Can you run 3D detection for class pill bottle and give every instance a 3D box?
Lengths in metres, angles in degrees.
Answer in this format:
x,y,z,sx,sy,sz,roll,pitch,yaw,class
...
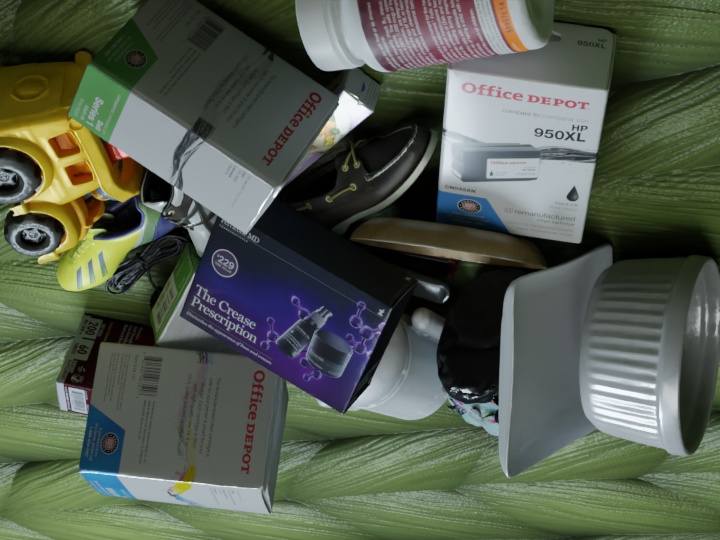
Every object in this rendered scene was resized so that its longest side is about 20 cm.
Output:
x,y,z,sx,sy,sz,roll,pitch,yaw,class
0.054,-0.231,1.233,0.200,0.114,0.114,-6,136,22,pill bottle

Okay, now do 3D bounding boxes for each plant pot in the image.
x,y,z,sx,sy,sz,roll,pitch,yaw,class
0.089,-0.028,1.448,0.200,0.028,0.200,8,179,0,plant pot

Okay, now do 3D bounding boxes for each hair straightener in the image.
x,y,z,sx,sy,sz,roll,pitch,yaw,class
0.000,0.000,1.543,0.200,0.077,0.041,16,141,-1,hair straightener

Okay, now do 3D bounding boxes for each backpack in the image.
x,y,z,sx,sy,sz,roll,pitch,yaw,class
0.158,0.100,1.558,0.126,0.167,0.200,14,160,30,backpack

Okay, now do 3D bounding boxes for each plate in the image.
x,y,z,sx,sy,sz,roll,pitch,yaw,class
0.190,0.084,1.451,0.032,0.200,0.200,10,108,36,plate

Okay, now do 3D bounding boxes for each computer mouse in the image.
x,y,z,sx,sy,sz,roll,pitch,yaw,class
-0.177,0.023,1.657,0.200,0.046,0.140,37,125,-23,computer mouse

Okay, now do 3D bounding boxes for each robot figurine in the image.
x,y,z,sx,sy,sz,roll,pitch,yaw,class
0.029,0.099,1.592,0.170,0.113,0.200,-43,145,21,robot figurine

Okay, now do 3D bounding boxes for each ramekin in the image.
x,y,z,sx,sy,sz,roll,pitch,yaw,class
0.292,0.081,1.462,0.105,0.200,0.200,6,140,25,ramekin

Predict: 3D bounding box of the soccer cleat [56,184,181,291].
x,y,z,sx,sy,sz,roll,pitch,yaw,class
-0.276,-0.038,1.575,0.200,0.065,0.084,-31,158,34,soccer cleat

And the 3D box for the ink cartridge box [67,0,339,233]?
x,y,z,sx,sy,sz,roll,pitch,yaw,class
-0.140,-0.149,1.331,0.200,0.146,0.084,35,138,-3,ink cartridge box

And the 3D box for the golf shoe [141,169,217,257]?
x,y,z,sx,sy,sz,roll,pitch,yaw,class
-0.182,-0.077,1.485,0.078,0.094,0.200,45,152,37,golf shoe

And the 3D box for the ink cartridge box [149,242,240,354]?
x,y,z,sx,sy,sz,roll,pitch,yaw,class
-0.121,0.052,1.615,0.200,0.059,0.104,18,118,-26,ink cartridge box

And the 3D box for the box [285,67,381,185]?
x,y,z,sx,sy,sz,roll,pitch,yaw,class
-0.056,-0.130,1.439,0.039,0.041,0.200,35,137,-20,box

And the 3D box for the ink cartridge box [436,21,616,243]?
x,y,z,sx,sy,sz,roll,pitch,yaw,class
0.149,-0.129,1.343,0.144,0.084,0.200,8,139,7,ink cartridge box

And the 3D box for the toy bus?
x,y,z,sx,sy,sz,roll,pitch,yaw,class
-0.282,-0.121,1.469,0.192,0.136,0.200,-11,138,6,toy bus

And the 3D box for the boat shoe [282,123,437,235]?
x,y,z,sx,sy,sz,roll,pitch,yaw,class
-0.004,-0.092,1.441,0.061,0.072,0.201,35,138,-20,boat shoe

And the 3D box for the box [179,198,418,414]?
x,y,z,sx,sy,sz,roll,pitch,yaw,class
-0.064,0.028,1.462,0.200,0.079,0.141,30,118,10,box

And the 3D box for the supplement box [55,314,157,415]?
x,y,z,sx,sy,sz,roll,pitch,yaw,class
-0.251,0.128,1.744,0.199,0.109,0.061,11,140,4,supplement box

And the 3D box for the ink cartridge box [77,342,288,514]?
x,y,z,sx,sy,sz,roll,pitch,yaw,class
-0.188,0.176,1.602,0.199,0.148,0.145,6,160,4,ink cartridge box
